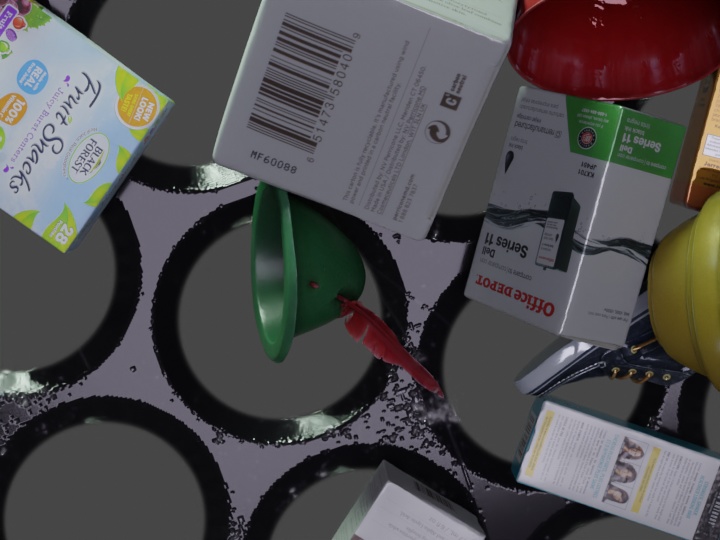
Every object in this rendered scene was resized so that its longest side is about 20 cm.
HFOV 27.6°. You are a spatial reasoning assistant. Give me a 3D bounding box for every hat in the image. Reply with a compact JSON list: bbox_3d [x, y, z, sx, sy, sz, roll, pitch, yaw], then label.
[{"bbox_3d":[0.000,0.000,1.315,0.174,0.200,0.167,-2,58,-15],"label":"hat"}]

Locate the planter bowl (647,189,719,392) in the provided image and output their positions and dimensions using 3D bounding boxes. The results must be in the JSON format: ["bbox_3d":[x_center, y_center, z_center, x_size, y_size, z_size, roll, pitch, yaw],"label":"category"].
[{"bbox_3d":[0.298,0.021,1.259,0.083,0.200,0.202,-4,97,29],"label":"planter bowl"}]

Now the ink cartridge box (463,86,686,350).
[{"bbox_3d":[0.184,-0.048,1.287,0.083,0.146,0.202,11,97,-34],"label":"ink cartridge box"}]

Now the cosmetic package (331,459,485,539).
[{"bbox_3d":[0.015,0.293,1.361,0.112,0.081,0.201,30,94,-6],"label":"cosmetic package"}]

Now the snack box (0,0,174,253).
[{"bbox_3d":[-0.295,-0.141,1.317,0.199,0.068,0.169,34,93,-5],"label":"snack box"}]

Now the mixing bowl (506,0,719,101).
[{"bbox_3d":[0.224,-0.241,1.270,0.198,0.200,0.109,2,66,-1],"label":"mixing bowl"}]

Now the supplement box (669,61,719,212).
[{"bbox_3d":[0.339,-0.149,1.326,0.068,0.067,0.202,12,96,-2],"label":"supplement box"}]

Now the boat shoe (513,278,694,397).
[{"bbox_3d":[0.243,0.079,1.345,0.199,0.071,0.091,-33,91,1],"label":"boat shoe"}]

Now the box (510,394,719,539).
[{"bbox_3d":[0.248,0.185,1.368,0.198,0.049,0.083,19,96,-3],"label":"box"}]

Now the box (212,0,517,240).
[{"bbox_3d":[0.008,-0.172,1.236,0.199,0.172,0.200,21,121,-3],"label":"box"}]
